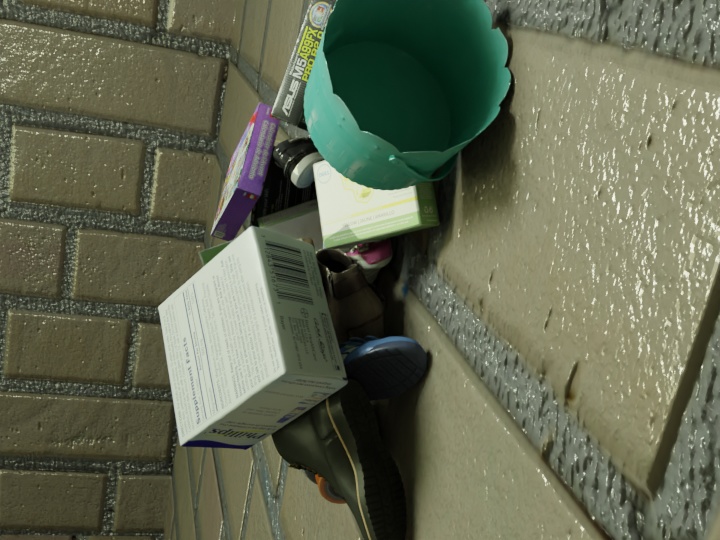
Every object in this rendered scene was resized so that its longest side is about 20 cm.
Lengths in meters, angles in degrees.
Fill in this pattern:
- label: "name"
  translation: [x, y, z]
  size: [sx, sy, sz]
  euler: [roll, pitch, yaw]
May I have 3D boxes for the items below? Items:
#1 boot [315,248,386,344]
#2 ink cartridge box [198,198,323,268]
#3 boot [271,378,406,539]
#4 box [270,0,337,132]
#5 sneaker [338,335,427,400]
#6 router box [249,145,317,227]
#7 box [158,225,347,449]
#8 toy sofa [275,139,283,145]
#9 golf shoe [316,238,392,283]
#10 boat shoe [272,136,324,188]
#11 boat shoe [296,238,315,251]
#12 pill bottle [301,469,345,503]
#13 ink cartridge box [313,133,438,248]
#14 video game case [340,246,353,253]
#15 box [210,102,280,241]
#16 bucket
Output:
- label: "boot"
  translation: [-0.028, 0.040, 1.146]
  size: [0.199, 0.070, 0.149]
  euler: [15, 130, 56]
- label: "ink cartridge box"
  translation: [-0.135, -0.008, 1.319]
  size: [0.048, 0.196, 0.148]
  euler: [-120, 13, -60]
- label: "boot"
  translation: [-0.031, 0.242, 1.025]
  size: [0.137, 0.077, 0.204]
  euler: [-22, 80, 35]
- label: "box"
  translation: [-0.034, -0.260, 1.156]
  size: [0.199, 0.044, 0.163]
  euler: [-2, -66, -69]
- label: "sneaker"
  translation: [0.005, 0.114, 1.046]
  size: [0.198, 0.074, 0.083]
  euler: [-27, 25, 41]
- label: "router box"
  translation: [-0.099, -0.091, 1.381]
  size: [0.051, 0.146, 0.205]
  euler: [-159, 76, -72]
- label: "box"
  translation: [-0.132, 0.086, 1.016]
  size: [0.199, 0.104, 0.187]
  euler: [-35, 58, 33]
- label: "toy sofa"
  translation: [-0.168, -0.179, 1.723]
  size: [0.202, 0.095, 0.084]
  euler: [-104, 26, -51]
- label: "golf shoe"
  translation: [0.000, 0.000, 1.188]
  size: [0.199, 0.074, 0.093]
  euler: [-4, 108, 69]
- label: "boat shoe"
  translation: [-0.066, -0.164, 1.276]
  size: [0.074, 0.060, 0.199]
  euler: [-52, -12, 23]
- label: "boat shoe"
  translation: [-0.101, 0.029, 1.156]
  size: [0.204, 0.073, 0.076]
  euler: [96, 162, -51]
- label: "pill bottle"
  translation: [-0.038, 0.214, 1.152]
  size: [0.201, 0.104, 0.108]
  euler: [-112, 32, -56]
- label: "ink cartridge box"
  translation: [0.010, -0.139, 1.011]
  size: [0.143, 0.048, 0.205]
  euler: [-12, 85, 37]
- label: "video game case"
  translation: [0.019, -0.150, 1.110]
  size: [0.201, 0.023, 0.184]
  euler: [-50, 33, 26]
- label: "box"
  translation: [-0.172, -0.141, 1.284]
  size: [0.200, 0.038, 0.140]
  euler: [140, 144, -64]
- label: "bucket"
  translation: [0.040, -0.188, 0.881]
  size: [0.135, 0.203, 0.212]
  euler: [137, 136, -68]
